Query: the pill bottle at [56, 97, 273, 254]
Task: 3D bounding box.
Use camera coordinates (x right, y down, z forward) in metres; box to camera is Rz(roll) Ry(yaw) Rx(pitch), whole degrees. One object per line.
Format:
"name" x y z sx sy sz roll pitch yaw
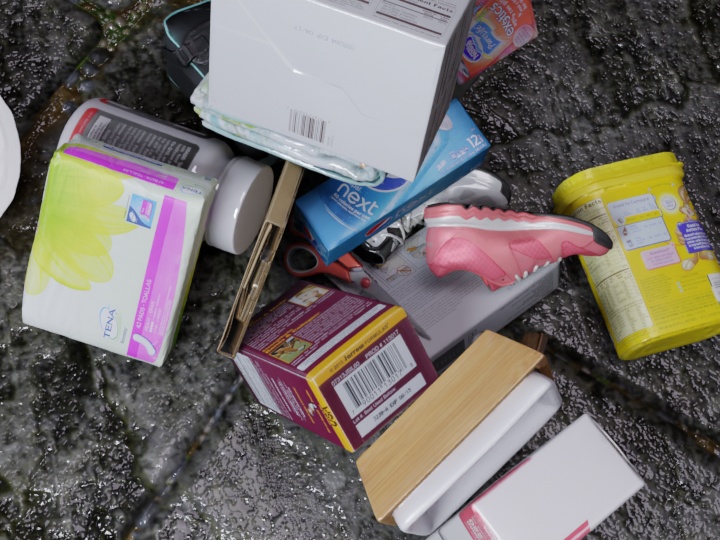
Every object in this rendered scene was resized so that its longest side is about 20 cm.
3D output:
"pill bottle" -0.199 -0.093 1.152 0.199 0.114 0.114 21 64 10

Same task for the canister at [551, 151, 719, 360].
"canister" 0.313 -0.015 1.240 0.148 0.087 0.201 -13 71 -15

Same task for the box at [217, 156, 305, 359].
"box" -0.088 -0.034 1.093 0.021 0.164 0.200 20 35 -6

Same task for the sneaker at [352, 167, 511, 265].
"sneaker" 0.059 -0.053 1.213 0.200 0.076 0.116 5 65 8

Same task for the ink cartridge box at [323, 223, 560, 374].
"ink cartridge box" 0.084 0.008 1.214 0.200 0.044 0.173 -34 51 -21

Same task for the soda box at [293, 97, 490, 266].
"soda box" 0.031 -0.090 1.147 0.200 0.068 0.064 -34 81 -10

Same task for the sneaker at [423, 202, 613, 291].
"sneaker" 0.159 -0.020 1.167 0.199 0.074 0.087 6 94 -6

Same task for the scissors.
"scissors" 0.000 0.000 1.165 0.200 0.014 0.073 26 99 27

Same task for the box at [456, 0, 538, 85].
"box" 0.077 -0.290 1.150 0.102 0.095 0.200 -33 47 -8

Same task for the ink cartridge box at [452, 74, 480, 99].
"ink cartridge box" 0.070 -0.223 1.238 0.084 0.176 0.200 36 65 7

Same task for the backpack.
"backpack" -0.091 -0.224 1.222 0.200 0.153 0.176 -37 70 -16

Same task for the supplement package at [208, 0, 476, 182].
"supplement package" -0.017 -0.195 0.969 0.199 0.156 0.111 21 51 8

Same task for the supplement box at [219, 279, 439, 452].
"supplement box" -0.034 0.084 1.068 0.110 0.200 0.086 -36 113 -21

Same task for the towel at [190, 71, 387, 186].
"towel" -0.039 -0.175 1.079 0.199 0.048 0.172 22 55 8

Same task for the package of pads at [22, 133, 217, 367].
"package of pads" -0.237 -0.018 1.087 0.154 0.201 0.068 18 27 -1

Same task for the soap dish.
"soap dish" 0.090 0.148 1.030 0.200 0.157 0.081 -45 71 -1

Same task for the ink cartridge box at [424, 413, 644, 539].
"ink cartridge box" 0.152 0.227 1.040 0.145 0.200 0.085 -33 75 -21

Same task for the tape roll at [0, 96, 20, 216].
"tape roll" -0.440 -0.114 1.105 0.202 0.071 0.203 3 85 -38

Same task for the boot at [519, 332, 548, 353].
"boot" 0.122 0.131 1.152 0.075 0.074 0.200 33 68 12
